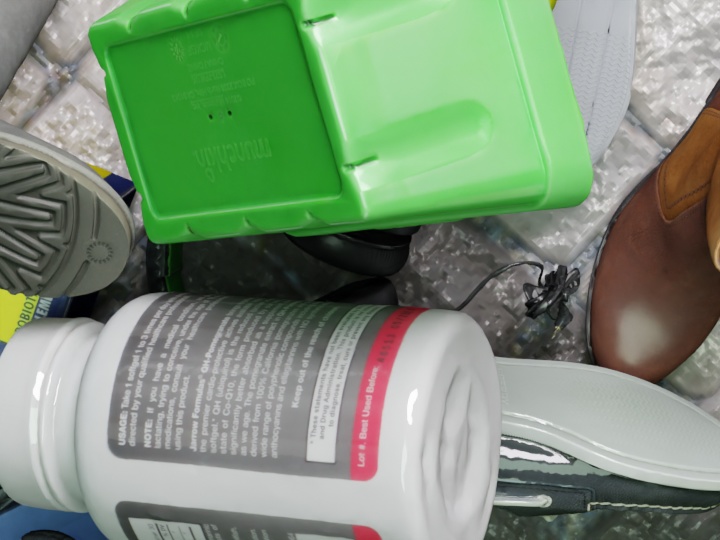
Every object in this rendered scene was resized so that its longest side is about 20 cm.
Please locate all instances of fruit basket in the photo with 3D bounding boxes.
[{"bbox_3d":[0.019,-0.097,0.913,0.214,0.216,0.157,-16,98,5],"label":"fruit basket"}]

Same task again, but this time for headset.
[{"bbox_3d":[0.000,0.000,1.093,0.198,0.094,0.125,8,105,17],"label":"headset"}]

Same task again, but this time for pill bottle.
[{"bbox_3d":[-0.050,0.066,0.963,0.198,0.111,0.112,3,100,22],"label":"pill bottle"}]

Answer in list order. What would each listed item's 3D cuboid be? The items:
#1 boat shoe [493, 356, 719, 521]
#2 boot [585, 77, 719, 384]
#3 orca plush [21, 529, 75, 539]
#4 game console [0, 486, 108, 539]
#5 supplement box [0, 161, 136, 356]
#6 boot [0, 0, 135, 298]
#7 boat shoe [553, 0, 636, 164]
[{"bbox_3d":[0.074,0.078,1.044,0.198,0.076,0.061,16,119,-1],"label":"boat shoe"},{"bbox_3d":[0.160,-0.015,1.004,0.068,0.200,0.189,36,99,-3],"label":"boot"},{"bbox_3d":[-0.094,0.140,1.046,0.199,0.071,0.106,-14,115,37],"label":"orca plush"},{"bbox_3d":[-0.144,0.187,1.094,0.199,0.118,0.172,-26,97,6],"label":"game console"},{"bbox_3d":[-0.219,-0.020,1.070,0.199,0.110,0.110,21,99,0],"label":"supplement box"},{"bbox_3d":[-0.161,-0.083,1.014,0.181,0.200,0.073,23,121,-1],"label":"boot"},{"bbox_3d":[0.095,-0.125,1.052,0.071,0.071,0.201,14,117,-5],"label":"boat shoe"}]
